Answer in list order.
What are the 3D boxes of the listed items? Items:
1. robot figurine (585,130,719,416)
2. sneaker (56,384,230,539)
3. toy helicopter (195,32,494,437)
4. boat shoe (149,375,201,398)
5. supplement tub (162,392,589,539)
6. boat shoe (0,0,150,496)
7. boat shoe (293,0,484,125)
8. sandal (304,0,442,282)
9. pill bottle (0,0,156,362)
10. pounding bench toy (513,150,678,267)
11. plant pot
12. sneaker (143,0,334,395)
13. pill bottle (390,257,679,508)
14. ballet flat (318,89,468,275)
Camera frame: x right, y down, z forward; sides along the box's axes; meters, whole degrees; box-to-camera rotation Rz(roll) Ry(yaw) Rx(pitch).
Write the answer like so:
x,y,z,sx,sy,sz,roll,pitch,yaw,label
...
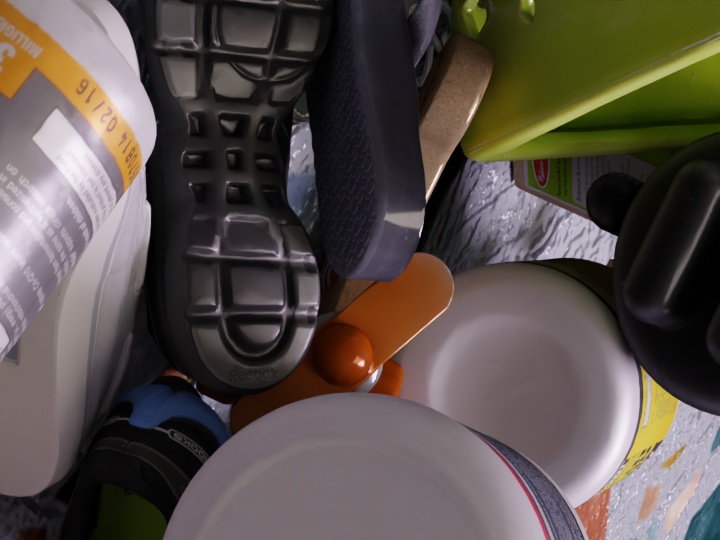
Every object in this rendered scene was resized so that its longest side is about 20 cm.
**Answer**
x,y,z,sx,sy,sz,roll,pitch,yaw,label
0.182,0.008,1.032,0.124,0.151,0.200,-27,163,22,robot figurine
-0.092,0.143,0.905,0.083,0.070,0.201,-41,140,-64,sneaker
0.000,0.000,0.948,0.132,0.078,0.201,-78,-167,-73,toy helicopter
-0.089,0.136,0.995,0.065,0.071,0.201,-82,-178,-62,boat shoe
0.014,0.123,0.883,0.141,0.140,0.200,-64,165,-2,supplement tub
-0.105,-0.014,0.857,0.069,0.071,0.201,-48,148,-56,boat shoe
0.028,-0.112,1.004,0.200,0.062,0.073,-36,142,-41,boat shoe
0.006,-0.090,0.907,0.043,0.076,0.202,4,70,-22,sandal
-0.160,0.000,0.721,0.201,0.116,0.117,-55,150,-19,pill bottle
0.169,-0.083,1.199,0.156,0.124,0.201,-45,146,-33,pounding bench toy
0.151,-0.157,0.955,0.199,0.199,0.183,-7,82,-31,plant pot
-0.058,-0.055,0.898,0.075,0.079,0.202,4,88,-25,sneaker
0.088,0.051,1.109,0.113,0.112,0.200,-69,165,7,pill bottle
0.022,-0.022,1.069,0.201,0.057,0.066,-64,150,-3,ballet flat
